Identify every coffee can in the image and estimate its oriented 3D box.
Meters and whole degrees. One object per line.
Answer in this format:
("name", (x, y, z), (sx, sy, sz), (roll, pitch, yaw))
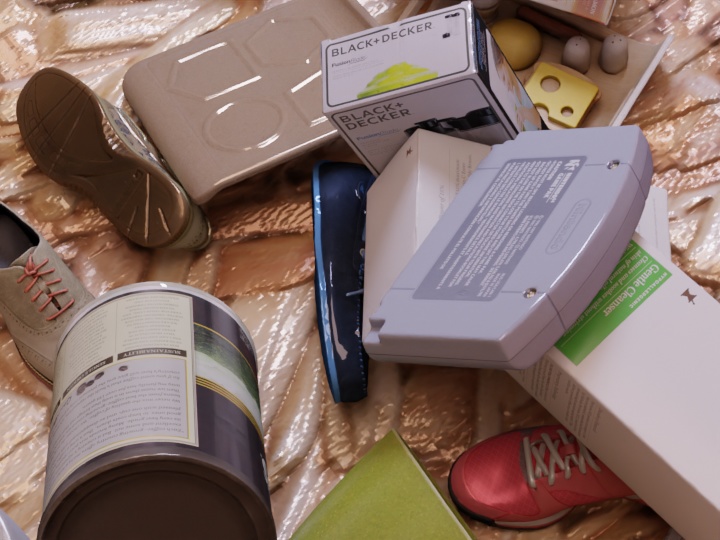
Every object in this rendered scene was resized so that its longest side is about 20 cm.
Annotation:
("coffee can", (-0.133, 0.120, 1.091), (0.145, 0.147, 0.200), (-9, 31, -2))

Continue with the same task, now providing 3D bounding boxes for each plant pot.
("plant pot", (-0.003, 0.236, 1.067), (0.199, 0.187, 0.188), (-36, 66, -1))

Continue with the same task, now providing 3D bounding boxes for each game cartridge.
("game cartridge", (0.100, -0.015, 1.047), (0.133, 0.041, 0.200), (-3, 41, 45))

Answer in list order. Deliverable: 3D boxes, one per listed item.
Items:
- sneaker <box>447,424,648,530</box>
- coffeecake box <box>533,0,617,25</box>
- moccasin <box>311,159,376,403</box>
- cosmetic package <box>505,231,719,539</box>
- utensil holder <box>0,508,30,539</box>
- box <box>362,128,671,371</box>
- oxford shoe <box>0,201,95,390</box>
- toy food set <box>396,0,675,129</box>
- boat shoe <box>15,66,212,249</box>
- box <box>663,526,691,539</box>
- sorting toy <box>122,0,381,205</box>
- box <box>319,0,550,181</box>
("sneaker", (0.158, 0.124, 1.154), (0.198, 0.087, 0.074), (-7, 61, -1))
("coffeecake box", (0.124, -0.283, 1.333), (0.199, 0.074, 0.154), (19, 32, 8))
("moccasin", (0.000, 0.000, 1.231), (0.068, 0.081, 0.201), (-2, 63, -3))
("cosmetic package", (0.194, 0.078, 1.044), (0.108, 0.085, 0.200), (-42, 68, -17))
("utensil holder", (-0.264, 0.229, 1.051), (0.168, 0.200, 0.171), (-2, 63, 3))
("box", (0.110, -0.004, 1.179), (0.198, 0.098, 0.125), (12, 61, -18))
("oxford shoe", (-0.235, 0.024, 1.231), (0.070, 0.075, 0.200), (-40, 68, -18))
("toy food set", (0.129, -0.172, 1.325), (0.199, 0.061, 0.144), (27, 66, 16))
("boat shoe", (-0.194, -0.081, 1.300), (0.073, 0.063, 0.200), (-48, 65, 9))
("box", (0.310, 0.181, 1.100), (0.200, 0.050, 0.199), (37, 68, -6))
("sorting toy", (-0.070, -0.140, 1.309), (0.199, 0.037, 0.185), (-27, 44, -10))
("box", (0.061, -0.101, 1.199), (0.116, 0.200, 0.061), (-12, 60, 19))
